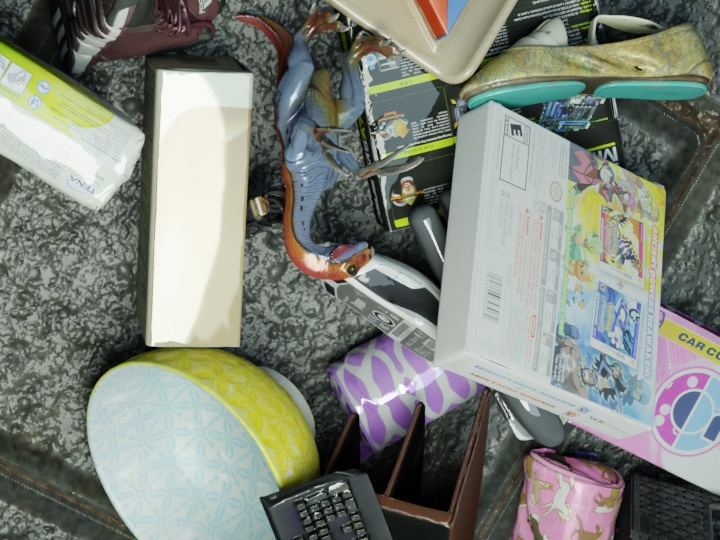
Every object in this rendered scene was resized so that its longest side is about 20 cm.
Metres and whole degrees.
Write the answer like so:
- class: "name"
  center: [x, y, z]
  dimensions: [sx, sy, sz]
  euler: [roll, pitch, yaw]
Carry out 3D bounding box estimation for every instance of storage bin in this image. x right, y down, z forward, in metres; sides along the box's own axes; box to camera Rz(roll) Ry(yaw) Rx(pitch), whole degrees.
- class: "storage bin"
  center: [0.229, 0.278, 1.513]
  dimensions: [0.093, 0.135, 0.201]
  euler: [14, 112, 3]

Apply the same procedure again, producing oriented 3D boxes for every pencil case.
- class: "pencil case"
  center: [0.072, 0.067, 1.490]
  dimensions: [0.199, 0.084, 0.086]
  euler: [-26, 134, -5]
- class: "pencil case"
  center: [0.149, 0.244, 1.539]
  dimensions: [0.082, 0.087, 0.201]
  euler: [12, 100, -5]

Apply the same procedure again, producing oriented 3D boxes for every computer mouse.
- class: "computer mouse"
  center: [0.000, 0.000, 1.420]
  dimensions: [0.199, 0.110, 0.044]
  euler: [35, 72, -4]

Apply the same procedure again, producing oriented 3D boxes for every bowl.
- class: "bowl"
  center: [-0.096, 0.131, 1.431]
  dimensions: [0.108, 0.199, 0.201]
  euler: [-35, 112, -42]

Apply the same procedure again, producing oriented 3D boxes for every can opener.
- class: "can opener"
  center: [0.102, 0.036, 1.415]
  dimensions: [0.053, 0.067, 0.201]
  euler: [-28, 99, -7]

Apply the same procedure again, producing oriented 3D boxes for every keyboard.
- class: "keyboard"
  center: [-0.033, 0.224, 1.370]
  dimensions: [0.126, 0.021, 0.201]
  euler: [-19, 132, 0]

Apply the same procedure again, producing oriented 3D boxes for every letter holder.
- class: "letter holder"
  center: [0.034, 0.182, 1.462]
  dimensions: [0.100, 0.143, 0.201]
  euler: [14, 139, 10]

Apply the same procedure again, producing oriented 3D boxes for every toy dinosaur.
- class: "toy dinosaur"
  center: [-0.027, -0.085, 1.367]
  dimensions: [0.105, 0.199, 0.183]
  euler: [25, 80, -35]

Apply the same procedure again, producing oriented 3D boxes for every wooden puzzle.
- class: "wooden puzzle"
  center: [0.040, -0.263, 1.392]
  dimensions: [0.199, 0.046, 0.186]
  euler: [32, 82, -7]

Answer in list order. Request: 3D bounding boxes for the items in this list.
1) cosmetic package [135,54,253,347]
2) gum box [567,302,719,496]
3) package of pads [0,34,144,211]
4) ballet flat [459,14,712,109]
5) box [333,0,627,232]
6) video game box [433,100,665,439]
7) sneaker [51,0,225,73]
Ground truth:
- class: "cosmetic package"
  center: [-0.122, -0.052, 1.405]
  dimensions: [0.071, 0.105, 0.202]
  euler: [1, 103, -12]
- class: "gum box"
  center: [0.254, 0.098, 1.542]
  dimensions: [0.199, 0.066, 0.114]
  euler: [26, 96, -17]
- class: "package of pads"
  center: [-0.232, -0.112, 1.315]
  dimensions: [0.154, 0.200, 0.068]
  euler: [32, 92, -17]
- class: "ballet flat"
  center: [0.165, -0.157, 1.429]
  dimensions: [0.198, 0.071, 0.071]
  euler: [-4, 103, -14]
- class: "box"
  center: [0.091, -0.147, 1.464]
  dimensions: [0.199, 0.048, 0.194]
  euler: [-15, 107, -10]
- class: "video game box"
  center: [0.142, 0.001, 1.404]
  dimensions: [0.181, 0.047, 0.201]
  euler: [22, 62, -29]
- class: "sneaker"
  center: [-0.142, -0.193, 1.332]
  dimensions: [0.115, 0.200, 0.076]
  euler: [-10, 87, -20]
